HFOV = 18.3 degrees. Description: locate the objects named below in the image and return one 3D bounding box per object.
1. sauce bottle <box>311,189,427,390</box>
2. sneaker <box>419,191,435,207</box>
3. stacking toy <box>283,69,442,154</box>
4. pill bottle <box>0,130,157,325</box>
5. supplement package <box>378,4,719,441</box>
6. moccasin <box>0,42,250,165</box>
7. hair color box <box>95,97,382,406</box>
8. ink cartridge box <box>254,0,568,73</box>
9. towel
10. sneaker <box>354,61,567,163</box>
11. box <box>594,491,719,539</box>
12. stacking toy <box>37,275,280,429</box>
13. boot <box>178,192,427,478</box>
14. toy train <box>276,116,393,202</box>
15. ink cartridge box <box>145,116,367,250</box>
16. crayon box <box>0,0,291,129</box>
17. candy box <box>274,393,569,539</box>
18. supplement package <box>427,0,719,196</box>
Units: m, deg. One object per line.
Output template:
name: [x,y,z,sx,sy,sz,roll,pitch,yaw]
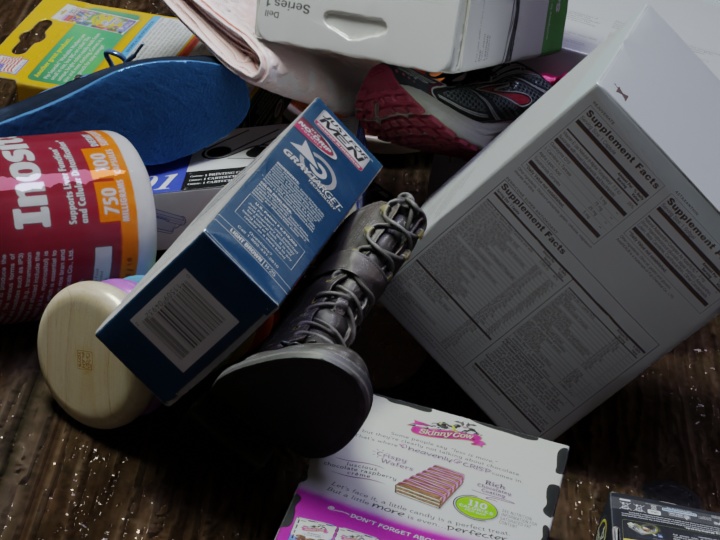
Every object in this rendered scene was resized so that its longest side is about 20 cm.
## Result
sauce bottle: [0.000,0.000,1.437,0.066,0.066,0.200,6,30,-13]
sneaker: [0.139,-0.030,1.517,0.199,0.096,0.079,19,28,11]
stacking toy: [0.019,-0.200,1.672,0.146,0.201,0.146,10,28,-5]
pill bottle: [-0.231,-0.021,1.326,0.199,0.113,0.113,-7,33,-28]
supplement package: [0.138,-0.024,1.346,0.151,0.200,0.152,46,30,-5]
moccasin: [-0.173,-0.104,1.442,0.199,0.081,0.068,-12,22,-8]
hair color box: [-0.064,-0.014,1.260,0.061,0.100,0.200,45,30,-7]
ink cartridge box: [0.039,-0.186,1.457,0.146,0.085,0.200,12,13,21]
towel: [-0.058,-0.166,1.521,0.191,0.032,0.200,46,20,32]
sneaker: [0.071,-0.111,1.487,0.080,0.075,0.200,7,-2,40]
box: [0.226,0.195,1.187,0.199,0.049,0.161,11,26,-3]
stacking toy: [-0.098,0.034,1.335,0.085,0.086,0.200,29,25,28]
boot: [-0.016,0.022,1.228,0.069,0.200,0.174,42,62,-12]
toy train: [-0.040,-0.081,1.605,0.046,0.034,0.200,-10,35,-40]
ink cartridge box: [-0.097,-0.054,1.457,0.199,0.044,0.094,-5,27,8]
crayon box: [-0.158,-0.134,1.597,0.199,0.052,0.126,12,36,15]
candy box: [0.029,0.148,1.179,0.136,0.061,0.200,15,28,6]
supplement package: [0.173,-0.128,1.659,0.191,0.148,0.200,17,28,9]
